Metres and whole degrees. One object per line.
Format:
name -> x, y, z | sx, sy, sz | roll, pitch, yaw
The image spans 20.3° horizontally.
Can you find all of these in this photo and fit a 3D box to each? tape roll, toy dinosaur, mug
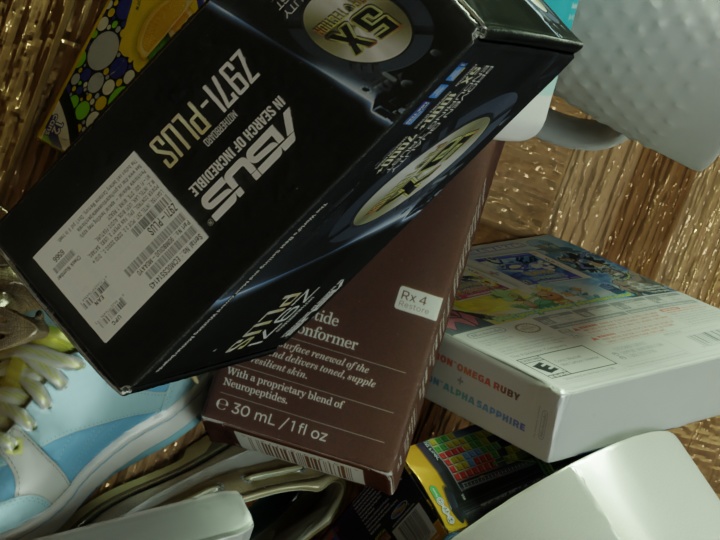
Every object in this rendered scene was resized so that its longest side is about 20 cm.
tape roll -> 0.104, 0.170, 1.068 | 0.202, 0.071, 0.203 | -28, 159, -11
toy dinosaur -> -0.153, 0.002, 0.843 | 0.199, 0.101, 0.058 | 14, 88, -12
mug -> 0.126, -0.141, 1.064 | 0.148, 0.175, 0.200 | -62, 180, -40

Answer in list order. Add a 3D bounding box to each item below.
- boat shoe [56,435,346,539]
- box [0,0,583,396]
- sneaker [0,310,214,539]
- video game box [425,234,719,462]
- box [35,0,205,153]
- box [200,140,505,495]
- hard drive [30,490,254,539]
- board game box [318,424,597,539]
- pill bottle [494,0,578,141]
boat shoe -> -0.094, 0.146, 1.039 | 0.200, 0.068, 0.075 | -38, 132, -27
box -> -0.024, -0.053, 0.806 | 0.200, 0.086, 0.164 | -44, 170, 15
sneaker -> -0.153, 0.045, 0.926 | 0.200, 0.079, 0.131 | -37, 134, -41
video game box -> 0.103, 0.037, 1.109 | 0.200, 0.182, 0.047 | -8, 118, -43
box -> -0.066, -0.129, 0.938 | 0.064, 0.070, 0.201 | 30, 86, -54
box -> 0.000, 0.000, 1.001 | 0.075, 0.100, 0.201 | 85, 22, -75
hard drive -> -0.132, 0.186, 0.967 | 0.131, 0.026, 0.200 | -12, 144, -26
board game box -> 0.044, 0.154, 1.125 | 0.165, 0.057, 0.200 | -15, 153, -43
pill bottle -> 0.054, -0.167, 0.915 | 0.111, 0.111, 0.201 | 3, 105, -47
